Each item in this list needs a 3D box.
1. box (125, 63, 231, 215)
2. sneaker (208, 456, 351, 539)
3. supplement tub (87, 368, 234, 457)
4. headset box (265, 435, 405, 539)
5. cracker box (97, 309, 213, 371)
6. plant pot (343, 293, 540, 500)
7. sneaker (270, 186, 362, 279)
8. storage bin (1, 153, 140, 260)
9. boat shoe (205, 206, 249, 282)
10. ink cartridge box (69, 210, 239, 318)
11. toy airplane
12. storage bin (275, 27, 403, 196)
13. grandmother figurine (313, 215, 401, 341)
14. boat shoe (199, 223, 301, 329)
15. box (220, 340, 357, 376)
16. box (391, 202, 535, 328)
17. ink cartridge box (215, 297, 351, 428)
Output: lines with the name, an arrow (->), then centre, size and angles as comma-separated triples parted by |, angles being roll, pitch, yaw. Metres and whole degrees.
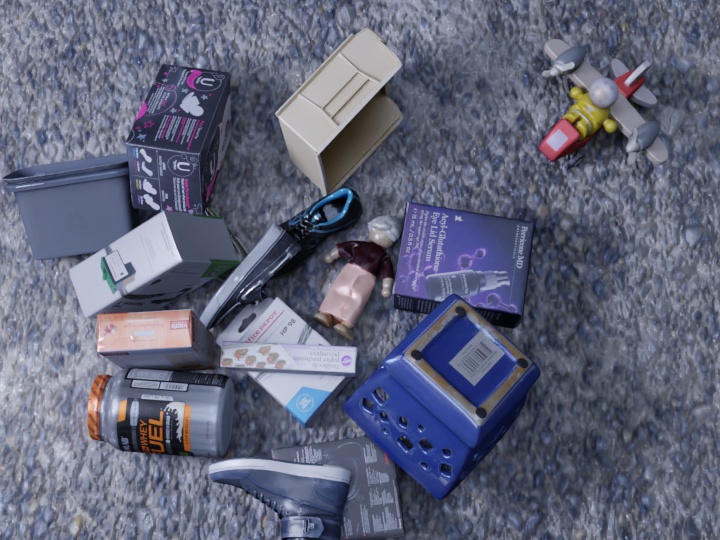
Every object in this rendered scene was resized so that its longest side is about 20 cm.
box -> -0.268, -0.197, 1.694 | 0.114, 0.133, 0.201 | 9, 46, 4
sneaker -> -0.119, 0.338, 1.549 | 0.200, 0.077, 0.147 | 6, 74, 3
supplement tub -> -0.291, 0.208, 1.640 | 0.198, 0.123, 0.124 | 3, 77, 3
headset box -> -0.042, 0.326, 1.629 | 0.198, 0.077, 0.150 | -9, 76, 0
cracker box -> -0.293, 0.105, 1.624 | 0.133, 0.200, 0.058 | -3, 77, 0
plant pot -> 0.125, 0.166, 1.576 | 0.200, 0.180, 0.200 | 42, 54, 11
sneaker -> -0.087, -0.064, 1.720 | 0.200, 0.082, 0.073 | -39, 78, -7
storage bin -> -0.430, -0.099, 1.722 | 0.198, 0.146, 0.136 | -7, 104, -1
boat shoe -> -0.242, -0.056, 1.733 | 0.072, 0.060, 0.202 | -42, 79, -8
ink cartridge box -> -0.303, -0.005, 1.643 | 0.199, 0.146, 0.085 | -29, 75, 26
toy airplane -> 0.378, -0.261, 1.724 | 0.198, 0.141, 0.201 | 4, 76, 3
storage bin -> -0.023, -0.238, 1.700 | 0.094, 0.200, 0.199 | 41, 81, 12
grandmother figurine -> 0.000, 0.000, 1.717 | 0.121, 0.061, 0.201 | 31, 76, 1
boat shoe -> -0.166, 0.024, 1.680 | 0.068, 0.072, 0.200 | 40, 98, -7
box -> -0.104, 0.129, 1.627 | 0.198, 0.041, 0.039 | 2, 77, 3
box -> 0.154, -0.007, 1.689 | 0.198, 0.104, 0.149 | 8, 76, 4
ink cartridge box -> -0.117, 0.126, 1.683 | 0.200, 0.067, 0.116 | 40, 81, 10
